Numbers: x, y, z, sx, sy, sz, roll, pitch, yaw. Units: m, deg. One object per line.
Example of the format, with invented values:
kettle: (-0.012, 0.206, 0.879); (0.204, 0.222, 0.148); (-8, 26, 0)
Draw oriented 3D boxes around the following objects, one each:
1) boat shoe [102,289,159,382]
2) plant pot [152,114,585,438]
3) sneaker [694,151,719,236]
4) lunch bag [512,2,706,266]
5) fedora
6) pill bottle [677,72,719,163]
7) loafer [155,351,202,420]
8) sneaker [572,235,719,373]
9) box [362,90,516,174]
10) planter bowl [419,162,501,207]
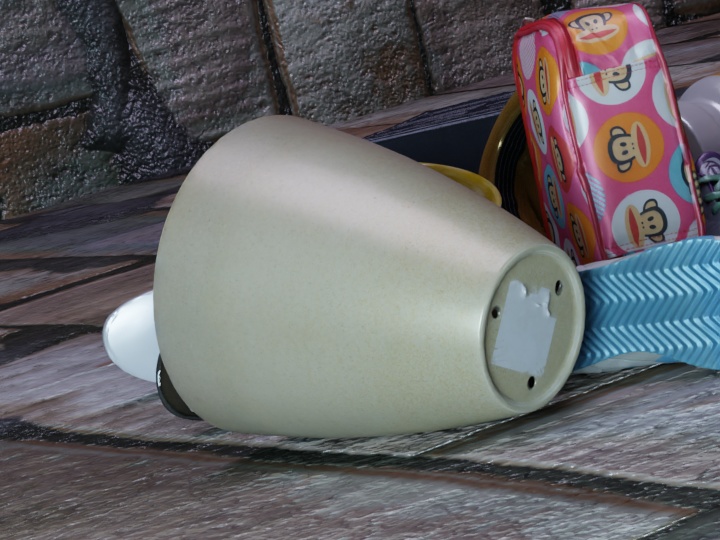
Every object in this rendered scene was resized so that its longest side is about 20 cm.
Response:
boat shoe: (-0.088, 0.032, 1.855); (0.199, 0.072, 0.068); (-13, 9, -15)
plant pot: (0.019, 0.018, 1.465); (0.200, 0.188, 0.187); (12, 23, 41)
sneaker: (0.237, -0.031, 1.668); (0.074, 0.088, 0.200); (-17, 8, -21)
lunch bag: (0.155, -0.070, 1.684); (0.082, 0.201, 0.176); (-13, 4, -7)
fedora: (0.167, -0.066, 1.883); (0.082, 0.201, 0.200); (18, -13, -34)
pill bottle: (0.304, -0.099, 1.952); (0.199, 0.117, 0.116); (-18, 8, -31)
loafer: (-0.030, 0.045, 1.635); (0.199, 0.073, 0.071); (-15, 6, -15)
sneaker: (0.180, 0.016, 1.476); (0.199, 0.077, 0.081); (-5, 7, 38)
box: (0.110, -0.073, 2.082); (0.199, 0.124, 0.198); (-12, 6, 28)
planter bowl: (0.000, 0.000, 1.774); (0.200, 0.084, 0.201); (-6, 22, 3)
